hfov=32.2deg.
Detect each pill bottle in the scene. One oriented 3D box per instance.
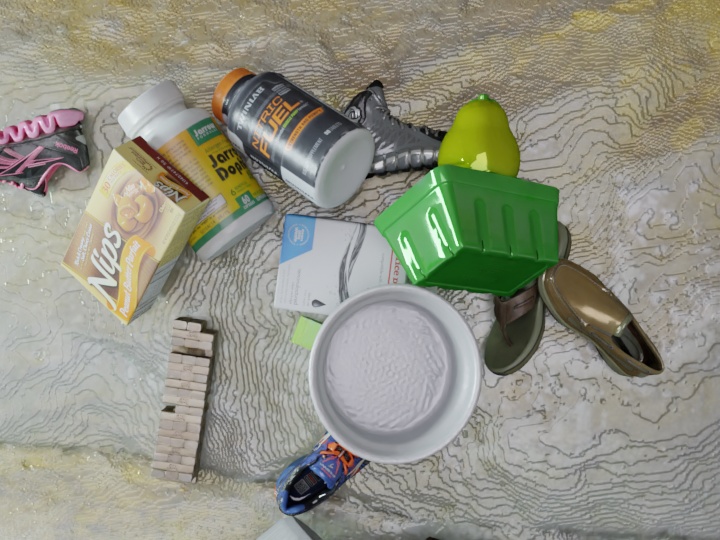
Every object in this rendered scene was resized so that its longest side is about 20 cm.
[{"bbox_3d":[-0.202,-0.123,1.503,0.112,0.113,0.201,-35,90,1],"label":"pill bottle"},{"bbox_3d":[-0.087,-0.166,1.482,0.199,0.106,0.107,34,92,27],"label":"pill bottle"}]

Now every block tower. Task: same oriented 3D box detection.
[{"bbox_3d":[-0.216,0.162,1.538,0.053,0.058,0.203,8,92,1],"label":"block tower"}]

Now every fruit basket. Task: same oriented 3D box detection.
[{"bbox_3d":[0.128,-0.089,1.445,0.216,0.215,0.155,51,132,-1],"label":"fruit basket"}]

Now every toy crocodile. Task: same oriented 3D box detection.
[{"bbox_3d":[0.010,0.111,1.531,0.198,0.062,0.068,27,91,0],"label":"toy crocodile"}]

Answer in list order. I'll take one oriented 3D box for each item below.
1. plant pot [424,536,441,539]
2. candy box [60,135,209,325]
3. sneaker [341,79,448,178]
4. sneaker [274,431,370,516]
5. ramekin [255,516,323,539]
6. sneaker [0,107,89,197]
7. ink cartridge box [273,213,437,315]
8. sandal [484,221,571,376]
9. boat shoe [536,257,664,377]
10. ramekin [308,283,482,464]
[{"bbox_3d":[0.132,0.419,1.493,0.199,0.187,0.188,36,91,14],"label":"plant pot"},{"bbox_3d":[-0.269,-0.045,1.476,0.115,0.055,0.201,41,128,9],"label":"candy box"},{"bbox_3d":[0.050,-0.179,1.520,0.197,0.075,0.117,-9,89,2],"label":"sneaker"},{"bbox_3d":[-0.028,0.231,1.516,0.075,0.078,0.200,41,99,-2],"label":"sneaker"},{"bbox_3d":[-0.054,0.379,1.474,0.202,0.202,0.094,42,84,0],"label":"ramekin"},{"bbox_3d":[-0.423,-0.129,1.530,0.197,0.079,0.097,-18,102,2],"label":"sneaker"},{"bbox_3d":[0.000,0.000,1.525,0.197,0.068,0.118,7,92,0],"label":"ink cartridge box"},{"bbox_3d":[0.192,0.029,1.515,0.057,0.079,0.203,25,82,-35],"label":"sandal"},{"bbox_3d":[0.294,0.056,1.488,0.199,0.076,0.072,39,78,-23],"label":"boat shoe"},{"bbox_3d":[0.035,0.115,1.443,0.197,0.098,0.204,0,91,-7],"label":"ramekin"}]
